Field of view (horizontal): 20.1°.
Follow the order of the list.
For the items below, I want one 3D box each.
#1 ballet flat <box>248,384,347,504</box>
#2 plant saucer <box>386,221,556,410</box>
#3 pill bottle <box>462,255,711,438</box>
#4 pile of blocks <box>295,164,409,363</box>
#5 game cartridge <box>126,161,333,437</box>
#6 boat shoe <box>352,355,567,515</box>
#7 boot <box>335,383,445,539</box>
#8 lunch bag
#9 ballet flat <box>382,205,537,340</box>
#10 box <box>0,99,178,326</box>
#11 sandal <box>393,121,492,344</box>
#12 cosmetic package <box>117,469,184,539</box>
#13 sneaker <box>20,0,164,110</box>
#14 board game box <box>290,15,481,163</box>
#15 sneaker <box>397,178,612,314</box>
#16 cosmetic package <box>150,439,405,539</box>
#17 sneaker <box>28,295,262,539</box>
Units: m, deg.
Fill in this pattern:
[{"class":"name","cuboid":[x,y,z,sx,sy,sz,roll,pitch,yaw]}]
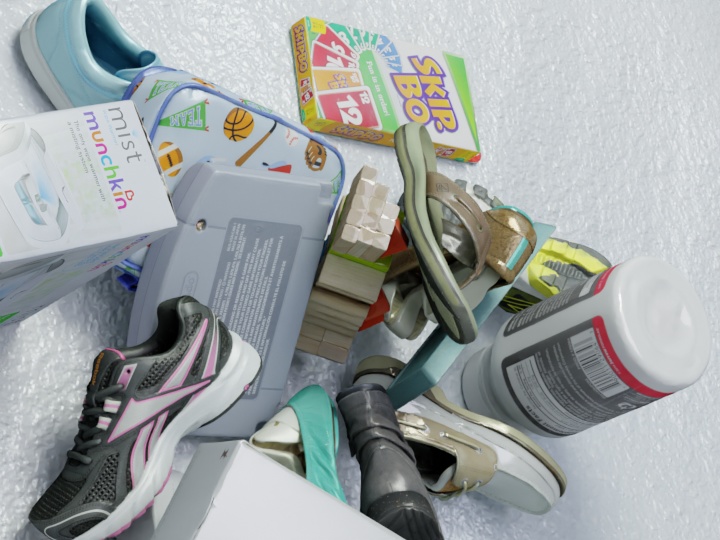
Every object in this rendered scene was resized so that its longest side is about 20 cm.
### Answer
[{"class":"ballet flat","cuboid":[-0.047,0.146,1.444,0.070,0.067,0.200,14,34,-21]},{"class":"plant saucer","cuboid":[0.085,0.032,1.580,0.019,0.070,0.200,46,52,-5]},{"class":"pill bottle","cuboid":[0.176,0.071,1.635,0.110,0.200,0.111,19,59,-34]},{"class":"pile of blocks","cuboid":[0.000,0.000,1.510,0.062,0.200,0.082,20,51,-7]},{"class":"game cartridge","cuboid":[-0.099,0.022,1.459,0.133,0.040,0.201,5,105,-43]},{"class":"boat shoe","cuboid":[0.072,0.148,1.602,0.200,0.075,0.069,31,53,-14]},{"class":"boot","cuboid":[0.030,0.180,1.506,0.069,0.200,0.132,-12,49,-6]},{"class":"lunch bag","cuboid":[-0.114,-0.052,1.486,0.200,0.075,0.161,22,92,-40]},{"class":"ballet flat","cuboid":[0.056,0.013,1.558,0.068,0.200,0.073,38,51,-26]},{"class":"box","cuboid":[-0.251,-0.024,1.306,0.176,0.200,0.097,-13,79,-45]},{"class":"sandal","cuboid":[0.064,-0.037,1.473,0.080,0.057,0.202,72,7,-49]},{"class":"cosmetic package","cuboid":[-0.088,0.239,1.382,0.150,0.052,0.200,23,35,-30]},{"class":"sneaker","cuboid":[-0.169,-0.118,1.505,0.200,0.082,0.074,50,47,-15]},{"class":"board game box","cuboid":[0.030,-0.153,1.740,0.199,0.030,0.096,10,64,-41]},{"class":"sneaker","cuboid":[0.115,-0.004,1.714,0.199,0.085,0.075,29,58,-1]},{"class":"cosmetic package","cuboid":[-0.034,0.203,1.315,0.200,0.085,0.108,34,72,-17]},{"class":"sneaker","cuboid":[-0.163,0.097,1.379,0.200,0.080,0.086,-51,121,-26]}]
